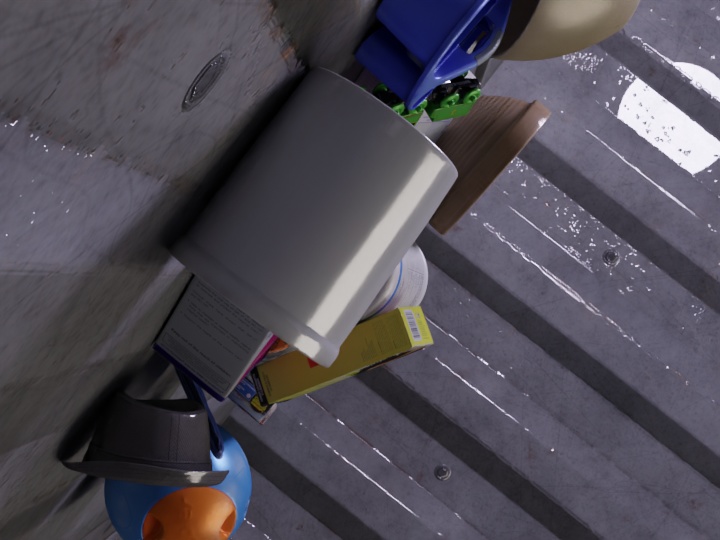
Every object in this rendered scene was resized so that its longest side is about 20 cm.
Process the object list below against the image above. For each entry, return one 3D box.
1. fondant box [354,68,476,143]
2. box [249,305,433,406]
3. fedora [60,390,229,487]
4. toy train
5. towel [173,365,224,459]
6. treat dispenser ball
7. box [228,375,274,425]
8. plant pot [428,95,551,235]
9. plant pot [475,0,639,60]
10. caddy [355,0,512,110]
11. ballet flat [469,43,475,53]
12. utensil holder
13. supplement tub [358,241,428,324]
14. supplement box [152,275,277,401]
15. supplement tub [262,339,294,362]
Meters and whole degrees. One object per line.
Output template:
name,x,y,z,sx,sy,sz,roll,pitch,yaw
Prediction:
fondant box,0.026,-0.155,1.272,0.144,0.058,0.200,-11,144,-51
box,-0.023,0.097,1.267,0.200,0.050,0.075,-23,171,23
fedora,-0.227,0.179,1.209,0.200,0.176,0.091,167,-69,-68
toy train,0.038,-0.167,1.149,0.200,0.042,0.056,-16,157,-30
towel,-0.194,0.158,1.351,0.024,0.145,0.200,-23,173,-10
treat dispenser ball,-0.251,0.298,1.544,0.201,0.201,0.201,-52,178,-3
box,-0.182,0.162,1.601,0.040,0.137,0.200,-49,178,-9
plant pot,0.133,-0.146,1.367,0.201,0.093,0.201,-49,179,-1
plant pot,0.218,-0.310,1.181,0.200,0.134,0.201,-171,-90,-72
caddy,0.087,-0.243,1.089,0.200,0.105,0.141,-50,176,-32
ballet flat,0.098,-0.276,1.371,0.200,0.072,0.072,-54,177,34
utensil holder,-0.038,-0.047,0.955,0.200,0.170,0.170,-55,178,-2
supplement tub,0.000,0.000,1.312,0.132,0.132,0.200,-52,167,5
supplement box,-0.122,0.027,1.188,0.200,0.103,0.101,-56,174,37
supplement tub,-0.119,0.063,1.510,0.123,0.122,0.200,-52,178,-5
